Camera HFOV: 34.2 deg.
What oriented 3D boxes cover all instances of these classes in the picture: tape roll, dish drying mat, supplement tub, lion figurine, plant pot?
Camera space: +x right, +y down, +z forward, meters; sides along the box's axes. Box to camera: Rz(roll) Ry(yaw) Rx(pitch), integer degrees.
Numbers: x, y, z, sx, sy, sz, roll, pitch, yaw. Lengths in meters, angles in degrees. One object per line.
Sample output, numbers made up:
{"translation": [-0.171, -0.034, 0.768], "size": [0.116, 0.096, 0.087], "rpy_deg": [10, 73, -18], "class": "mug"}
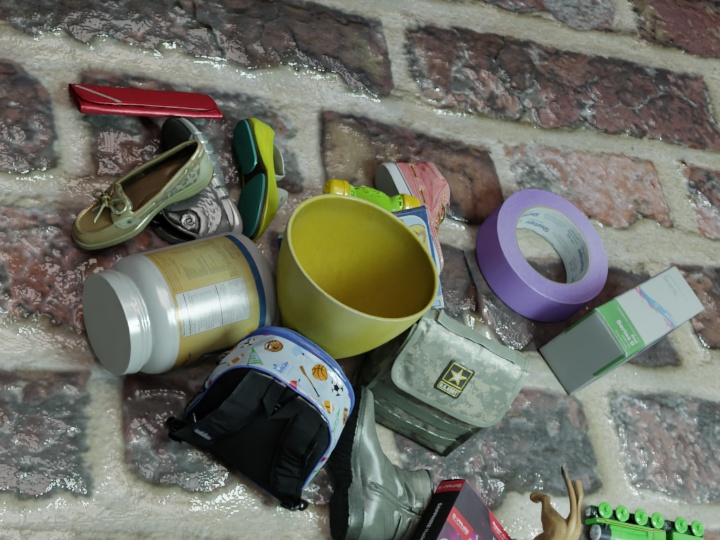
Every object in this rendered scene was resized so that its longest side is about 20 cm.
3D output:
{"translation": [0.278, -0.024, 1.787], "size": [0.200, 0.066, 0.201], "rpy_deg": [14, 55, -21], "class": "tape roll"}
{"translation": [-0.293, -0.232, 1.600], "size": [0.199, 0.018, 0.077], "rpy_deg": [-1, 30, -29], "class": "dish drying mat"}
{"translation": [-0.218, 0.041, 1.411], "size": [0.200, 0.145, 0.145], "rpy_deg": [-16, 70, -35], "class": "supplement tub"}
{"translation": [0.234, 0.353, 1.466], "size": [0.072, 0.201, 0.123], "rpy_deg": [9, 29, -5], "class": "lion figurine"}
{"translation": [-0.025, 0.026, 1.433], "size": [0.200, 0.142, 0.200], "rpy_deg": [19, 42, -18], "class": "plant pot"}

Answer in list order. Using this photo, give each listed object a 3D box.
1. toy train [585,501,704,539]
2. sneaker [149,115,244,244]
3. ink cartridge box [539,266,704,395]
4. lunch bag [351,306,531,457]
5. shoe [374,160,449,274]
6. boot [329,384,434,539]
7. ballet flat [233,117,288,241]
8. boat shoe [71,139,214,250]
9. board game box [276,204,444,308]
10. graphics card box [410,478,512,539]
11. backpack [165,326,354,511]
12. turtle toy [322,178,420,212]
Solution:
{"translation": [0.398, 0.366, 1.632], "size": [0.199, 0.042, 0.057], "rpy_deg": [14, 66, -22], "class": "toy train"}
{"translation": [-0.242, -0.111, 1.539], "size": [0.115, 0.075, 0.200], "rpy_deg": [-20, 74, -34], "class": "sneaker"}
{"translation": [0.387, 0.087, 1.727], "size": [0.200, 0.145, 0.088], "rpy_deg": [-25, 76, -38], "class": "ink cartridge box"}
{"translation": [0.100, 0.134, 1.499], "size": [0.164, 0.200, 0.118], "rpy_deg": [28, 51, -13], "class": "lunch bag"}
{"translation": [0.098, -0.077, 1.711], "size": [0.091, 0.072, 0.200], "rpy_deg": [-9, 62, -27], "class": "shoe"}
{"translation": [0.031, 0.251, 1.472], "size": [0.130, 0.068, 0.201], "rpy_deg": [11, 73, -28], "class": "boot"}
{"translation": [-0.133, -0.124, 1.618], "size": [0.067, 0.067, 0.201], "rpy_deg": [17, 52, -37], "class": "ballet flat"}
{"translation": [-0.280, -0.100, 1.473], "size": [0.200, 0.063, 0.073], "rpy_deg": [-35, 64, -13], "class": "boat shoe"}
{"translation": [0.000, 0.000, 1.529], "size": [0.199, 0.034, 0.136], "rpy_deg": [-12, 103, -1], "class": "board game box"}
{"translation": [0.108, 0.370, 1.430], "size": [0.126, 0.051, 0.200], "rpy_deg": [54, 47, -21], "class": "graphics card box"}
{"translation": [-0.097, 0.159, 1.377], "size": [0.200, 0.191, 0.154], "rpy_deg": [32, 50, -7], "class": "backpack"}
{"translation": [0.005, -0.030, 1.610], "size": [0.145, 0.101, 0.201], "rpy_deg": [11, 57, -22], "class": "turtle toy"}
